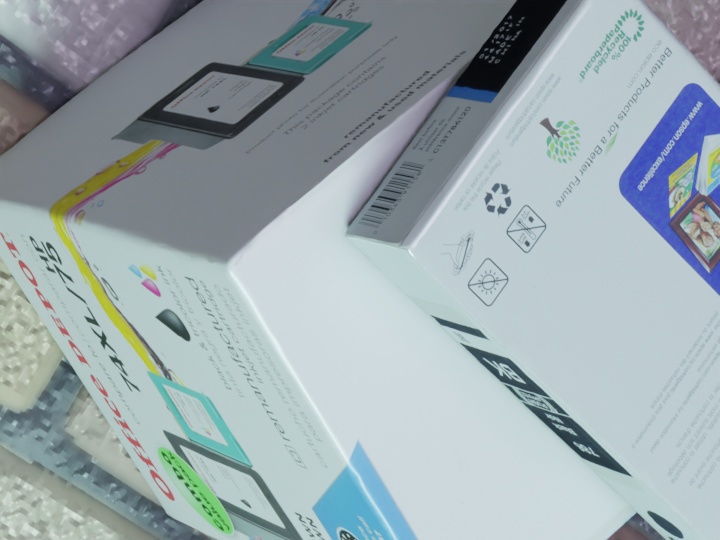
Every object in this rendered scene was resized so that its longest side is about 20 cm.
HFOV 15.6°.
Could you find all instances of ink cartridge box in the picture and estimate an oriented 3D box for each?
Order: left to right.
[{"bbox_3d":[0.000,0.000,0.826,0.146,0.200,0.147,-39,114,-19],"label":"ink cartridge box"},{"bbox_3d":[0.094,0.014,0.745,0.200,0.039,0.100,44,75,-26],"label":"ink cartridge box"}]
